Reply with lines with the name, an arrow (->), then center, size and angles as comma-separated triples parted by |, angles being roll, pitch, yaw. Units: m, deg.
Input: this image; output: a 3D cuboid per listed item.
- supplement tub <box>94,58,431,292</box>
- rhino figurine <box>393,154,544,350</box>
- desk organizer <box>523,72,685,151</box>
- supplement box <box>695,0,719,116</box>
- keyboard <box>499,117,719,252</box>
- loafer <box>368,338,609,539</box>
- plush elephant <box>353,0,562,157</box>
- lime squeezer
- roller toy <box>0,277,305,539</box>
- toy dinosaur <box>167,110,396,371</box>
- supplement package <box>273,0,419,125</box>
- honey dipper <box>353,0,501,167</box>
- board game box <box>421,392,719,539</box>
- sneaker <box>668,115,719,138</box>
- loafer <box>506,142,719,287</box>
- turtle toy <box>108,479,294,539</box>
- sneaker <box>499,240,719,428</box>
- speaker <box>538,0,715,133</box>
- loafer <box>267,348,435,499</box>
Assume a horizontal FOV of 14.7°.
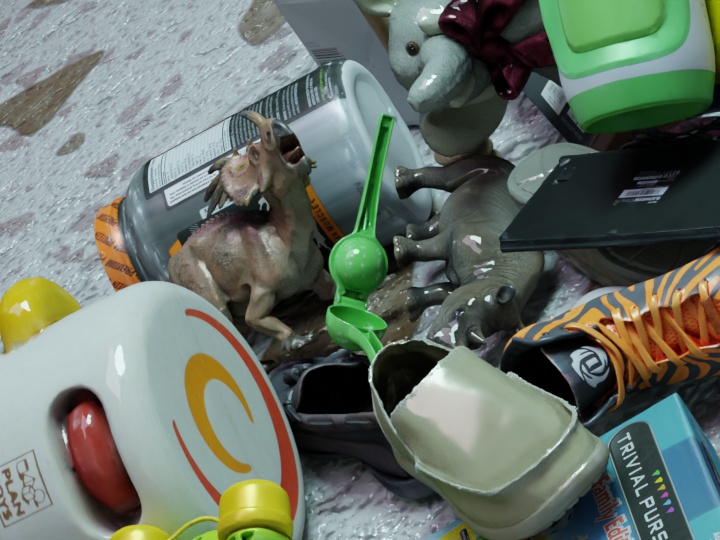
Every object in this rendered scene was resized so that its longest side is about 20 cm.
supplement tub -> -0.065, -0.042, 1.801 | 0.200, 0.123, 0.123 | -28, 28, 17
rhino figurine -> 0.066, -0.004, 1.652 | 0.087, 0.060, 0.200 | -12, 33, 8
desk organizer -> 0.141, -0.141, 1.768 | 0.072, 0.077, 0.200 | -61, 36, 20
supplement box -> 0.228, -0.192, 1.529 | 0.108, 0.201, 0.109 | -8, 1, -14
keyboard -> 0.169, -0.038, 1.505 | 0.200, 0.040, 0.104 | -1, 43, 53
loafer -> 0.054, 0.082, 1.417 | 0.076, 0.068, 0.200 | -46, 23, -14
plush elephant -> 0.077, -0.145, 1.648 | 0.155, 0.165, 0.200 | -34, 17, 11
lime squeezer -> 0.000, 0.000, 1.631 | 0.038, 0.071, 0.201 | 3, 48, -1
roller toy -> -0.132, 0.110, 1.561 | 0.139, 0.200, 0.183 | -25, 34, 21
toy dinosaur -> -0.075, -0.008, 1.708 | 0.200, 0.136, 0.086 | -35, 1, 27
supplement package -> 0.061, -0.209, 1.925 | 0.120, 0.121, 0.200 | 1, 44, 51
honey dipper -> 0.034, -0.122, 1.727 | 0.038, 0.200, 0.038 | -27, 27, 15
board game box -> 0.095, 0.161, 1.368 | 0.200, 0.047, 0.151 | -31, 27, 9
sneaker -> 0.255, -0.058, 1.530 | 0.086, 0.081, 0.200 | -21, 14, -31
loafer -> 0.156, -0.017, 1.578 | 0.072, 0.063, 0.200 | -35, 31, -12
turtle toy -> -0.081, 0.206, 1.440 | 0.200, 0.101, 0.146 | -23, 52, 28
sneaker -> 0.155, 0.039, 1.430 | 0.200, 0.078, 0.112 | -25, 0, 43
speaker -> 0.136, -0.179, 1.503 | 0.088, 0.201, 0.088 | -10, -7, -1
loafer -> -0.005, 0.074, 1.609 | 0.072, 0.063, 0.200 | -43, 27, -15
